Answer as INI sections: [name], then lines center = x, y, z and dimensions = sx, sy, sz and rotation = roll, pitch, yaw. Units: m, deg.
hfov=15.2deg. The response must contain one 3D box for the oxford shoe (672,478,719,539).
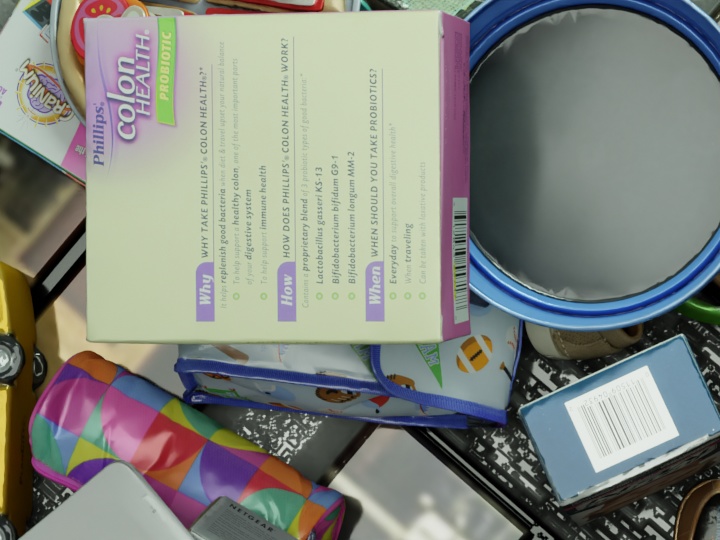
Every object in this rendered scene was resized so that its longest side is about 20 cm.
[oxford shoe]
center = 0.206, 0.220, 1.553
dimensions = 0.071, 0.071, 0.201
rotation = -4, 84, 5

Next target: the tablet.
[tablet]
center = -0.112, 0.214, 1.526
dimensions = 0.130, 0.014, 0.200
rotation = -39, 91, 31

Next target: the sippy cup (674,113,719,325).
[sippy cup]
center = 0.223, -0.067, 1.564
dimensions = 0.130, 0.140, 0.178
rotation = 20, 43, 19

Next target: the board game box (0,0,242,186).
[board game box]
center = -0.136, -0.149, 1.627
dimensions = 0.153, 0.040, 0.201
rotation = 32, 90, 33

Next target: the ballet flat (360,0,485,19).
[ballet flat]
center = 0.026, -0.159, 1.632
dimensions = 0.199, 0.074, 0.075
rotation = 24, 86, 15

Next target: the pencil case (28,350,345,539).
[pencil case]
center = -0.103, 0.126, 1.597
dimensions = 0.199, 0.088, 0.089
rotation = 30, 87, 12

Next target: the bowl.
[bowl]
center = 0.127, -0.066, 1.501
dimensions = 0.199, 0.039, 0.202
rotation = 0, 88, 13

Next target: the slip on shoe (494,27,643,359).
[slip on shoe]
center = 0.123, -0.048, 1.558
dimensions = 0.060, 0.076, 0.201
rotation = -3, 93, 43

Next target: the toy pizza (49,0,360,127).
[toy pizza]
center = -0.095, -0.157, 1.561
dimensions = 0.199, 0.032, 0.201
rotation = -5, 75, 20

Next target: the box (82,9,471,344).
[box]
center = -0.043, -0.049, 1.467
dimensions = 0.199, 0.097, 0.177
rotation = -1, 91, 11

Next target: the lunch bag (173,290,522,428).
[lunch bag]
center = 0.000, 0.000, 1.581
dimensions = 0.199, 0.124, 0.171
rotation = 8, 78, 2

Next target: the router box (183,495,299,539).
[router box]
center = -0.036, 0.255, 1.546
dimensions = 0.199, 0.049, 0.180
rotation = 30, 119, 10

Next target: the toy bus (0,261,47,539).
[toy bus]
center = -0.236, 0.095, 1.627
dimensions = 0.078, 0.065, 0.201
rotation = 0, 83, 8

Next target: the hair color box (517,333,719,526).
[hair color box]
center = 0.150, 0.093, 1.509
dimensions = 0.100, 0.200, 0.061
rotation = -24, 80, 4
